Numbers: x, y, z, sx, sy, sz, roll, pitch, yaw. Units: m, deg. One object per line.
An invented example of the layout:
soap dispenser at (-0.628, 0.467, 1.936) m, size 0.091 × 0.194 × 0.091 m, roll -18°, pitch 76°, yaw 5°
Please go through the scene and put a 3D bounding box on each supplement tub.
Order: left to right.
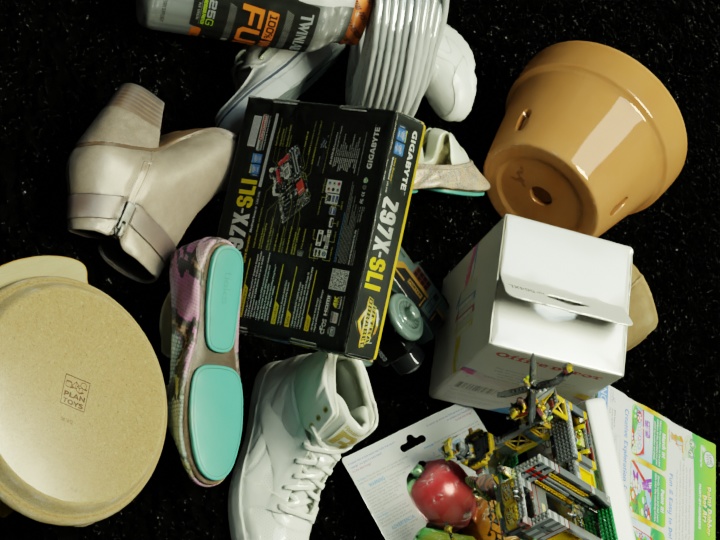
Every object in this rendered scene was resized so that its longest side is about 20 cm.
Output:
supplement tub at (-0.093, -0.261, 1.267) m, size 0.199 × 0.123 × 0.123 m, roll 6°, pitch 65°, yaw -13°

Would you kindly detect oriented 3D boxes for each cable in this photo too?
cable at (0.032, -0.228, 1.334) m, size 0.069 × 0.200 × 0.201 m, roll 10°, pitch 102°, yaw -8°

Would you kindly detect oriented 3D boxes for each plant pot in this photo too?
plant pot at (0.219, -0.116, 1.495) m, size 0.200 × 0.200 × 0.140 m, roll 50°, pitch 56°, yaw -14°

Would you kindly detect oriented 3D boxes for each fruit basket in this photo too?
fruit basket at (0.087, 0.232, 1.302) m, size 0.185 × 0.094 × 0.200 m, roll -20°, pitch 70°, yaw -46°

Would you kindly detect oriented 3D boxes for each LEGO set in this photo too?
LEGO set at (0.123, 0.177, 1.190) m, size 0.116 × 0.153 × 0.201 m, roll 33°, pitch 46°, yaw -36°

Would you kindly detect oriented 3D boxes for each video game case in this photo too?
video game case at (0.207, 0.236, 1.337) m, size 0.023 × 0.182 × 0.201 m, roll -6°, pitch 74°, yaw -14°

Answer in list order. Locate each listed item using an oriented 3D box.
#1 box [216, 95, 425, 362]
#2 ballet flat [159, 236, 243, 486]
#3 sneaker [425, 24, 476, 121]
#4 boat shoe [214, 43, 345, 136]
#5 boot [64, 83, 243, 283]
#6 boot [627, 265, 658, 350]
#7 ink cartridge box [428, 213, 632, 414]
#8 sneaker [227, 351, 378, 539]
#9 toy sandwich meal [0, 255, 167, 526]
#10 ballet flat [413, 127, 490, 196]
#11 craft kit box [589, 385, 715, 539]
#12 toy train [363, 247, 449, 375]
box at (-0.041, -0.038, 1.185) m, size 0.049 × 0.159 × 0.201 m, roll 17°, pitch 84°, yaw -53°
ballet flat at (-0.133, 0.074, 1.157) m, size 0.069 × 0.071 × 0.201 m, roll 15°, pitch 72°, yaw -51°
sneaker at (0.043, -0.235, 1.472) m, size 0.099 × 0.078 × 0.201 m, roll -22°, pitch 79°, yaw -38°
boat shoe at (-0.090, -0.178, 1.329) m, size 0.067 × 0.074 × 0.200 m, roll 39°, pitch 41°, yaw 3°
boot at (-0.161, -0.058, 1.208) m, size 0.200 × 0.070 × 0.147 m, roll 28°, pitch 62°, yaw -34°
boot at (0.227, 0.027, 1.526) m, size 0.200 × 0.066 × 0.176 m, roll -32°, pitch 107°, yaw -45°
ink cartridge box at (0.157, 0.045, 1.306) m, size 0.128 × 0.200 × 0.126 m, roll 14°, pitch 67°, yaw -12°
sneaker at (-0.044, 0.156, 1.178) m, size 0.073 × 0.115 × 0.201 m, roll 22°, pitch 59°, yaw -36°
toy sandwich meal at (-0.234, 0.092, 1.069) m, size 0.205 × 0.070 × 0.206 m, roll 18°, pitch 64°, yaw -41°
ballet flat at (0.061, -0.106, 1.415) m, size 0.199 × 0.068 × 0.068 m, roll -4°, pitch 105°, yaw -46°
craft kit box at (0.296, 0.243, 1.506) m, size 0.197 × 0.048 × 0.201 m, roll 28°, pitch 55°, yaw -28°
toy train at (0.000, 0.000, 1.318) m, size 0.200 × 0.085 × 0.114 m, roll 53°, pitch 32°, yaw -7°
